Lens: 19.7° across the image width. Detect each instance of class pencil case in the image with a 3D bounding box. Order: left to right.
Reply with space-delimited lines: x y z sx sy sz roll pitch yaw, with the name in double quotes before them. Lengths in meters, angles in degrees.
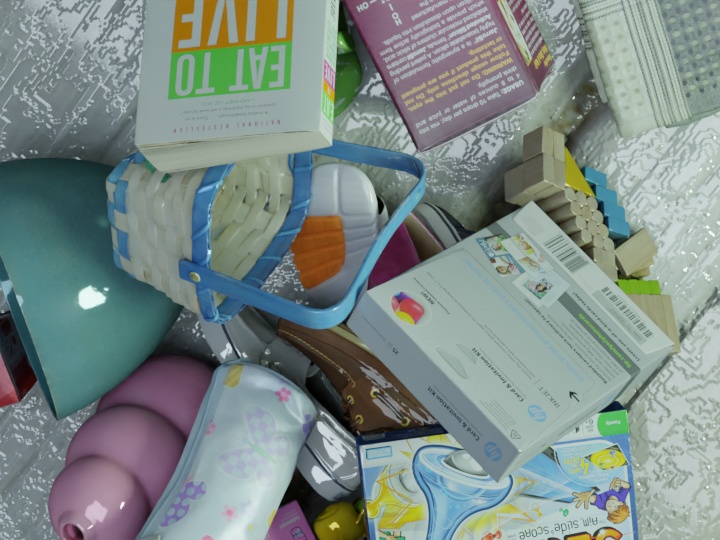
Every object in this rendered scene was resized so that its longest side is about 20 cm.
"pencil case" -0.107 0.166 1.521 0.090 0.083 0.201 31 66 -9

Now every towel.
"towel" 0.250 -0.215 1.529 0.191 0.035 0.202 -17 99 10

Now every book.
"book" -0.079 -0.174 1.409 0.132 0.048 0.202 -6 68 18

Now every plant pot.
"plant pot" -0.206 -0.004 1.585 0.134 0.200 0.202 -21 101 -11

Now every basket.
"basket" -0.071 -0.042 1.473 0.198 0.177 0.140 18 134 15

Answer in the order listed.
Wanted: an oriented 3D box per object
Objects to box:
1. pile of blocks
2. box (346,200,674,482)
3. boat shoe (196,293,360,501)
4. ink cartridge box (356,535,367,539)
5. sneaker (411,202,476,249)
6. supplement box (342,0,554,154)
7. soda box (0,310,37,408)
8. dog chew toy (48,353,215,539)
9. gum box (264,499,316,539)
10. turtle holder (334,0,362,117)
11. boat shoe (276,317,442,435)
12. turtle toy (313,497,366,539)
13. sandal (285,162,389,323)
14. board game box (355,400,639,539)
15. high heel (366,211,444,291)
"pile of blocks" 0.172 -0.015 1.580 0.062 0.082 0.201 -25 93 48
"box" 0.110 0.045 1.462 0.156 0.199 0.041 46 132 15
"boat shoe" -0.053 0.083 1.617 0.066 0.072 0.201 -37 80 18
"ink cartridge box" 0.078 0.227 1.557 0.198 0.039 0.100 -21 98 -3
"sneaker" 0.103 0.032 1.592 0.201 0.079 0.078 62 149 5
"supplement box" 0.051 -0.205 1.508 0.103 0.131 0.201 -25 99 15
"soda box" -0.365 0.096 1.684 0.198 0.070 0.064 -18 103 13
"dog chew toy" -0.170 0.149 1.593 0.123 0.200 0.126 12 120 21
"gum box" -0.103 0.272 1.639 0.200 0.066 0.114 -32 83 45
"turtle holder" -0.073 -0.191 1.540 0.131 0.185 0.142 -23 60 18
"boat shoe" 0.015 0.096 1.555 0.199 0.072 0.068 34 85 6
"turtle toy" 0.028 0.230 1.639 0.199 0.101 0.147 -28 99 14
"sandal" -0.007 -0.001 1.612 0.078 0.059 0.208 10 125 24
"board game box" 0.102 0.177 1.516 0.198 0.034 0.137 -8 99 -4
"high heel" 0.088 0.034 1.511 0.199 0.067 0.097 30 116 31
